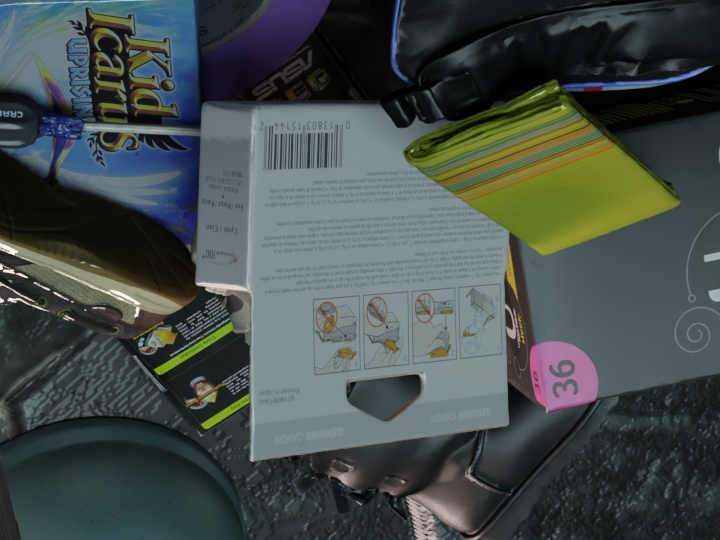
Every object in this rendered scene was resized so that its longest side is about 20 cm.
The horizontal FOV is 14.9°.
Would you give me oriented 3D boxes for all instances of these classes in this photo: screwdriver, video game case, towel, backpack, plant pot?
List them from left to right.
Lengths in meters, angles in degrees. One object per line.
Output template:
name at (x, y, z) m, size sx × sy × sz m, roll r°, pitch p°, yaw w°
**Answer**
video game case at (-0.171, -0.075, 1.431) m, size 0.181 × 0.045 × 0.200 m, roll -3°, pitch 134°, yaw -2°
plant pot at (-0.153, 0.207, 1.641) m, size 0.200 × 0.134 × 0.201 m, roll -8°, pitch 124°, yaw -12°
screwdriver at (-0.124, -0.070, 1.389) m, size 0.200 × 0.029 × 0.028 m, roll 6°, pitch 133°, yaw -10°
towel at (0.095, -0.049, 1.388) m, size 0.086 × 0.018 × 0.200 m, roll -19°, pitch 161°, yaw 18°
backpack at (0.105, -0.174, 1.334) m, size 0.190 × 0.154 × 0.200 m, roll 6°, pitch 124°, yaw -12°

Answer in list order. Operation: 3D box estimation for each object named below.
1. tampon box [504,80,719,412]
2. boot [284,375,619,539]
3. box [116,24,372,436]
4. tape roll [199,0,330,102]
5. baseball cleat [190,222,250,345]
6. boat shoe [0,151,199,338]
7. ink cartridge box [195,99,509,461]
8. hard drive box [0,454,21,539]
tampon box at (0.173, -0.020, 1.565) m, size 0.200 × 0.126 × 0.150 m, roll -12°, pitch 100°, yaw -8°
boot at (0.056, 0.071, 1.658) m, size 0.162 × 0.073 × 0.198 m, roll 26°, pitch 110°, yaw -23°
box at (-0.064, -0.026, 1.569) m, size 0.200 × 0.048 × 0.193 m, roll -34°, pitch 127°, yaw 7°
tape roll at (-0.110, -0.183, 1.441) m, size 0.200 × 0.066 × 0.200 m, roll -8°, pitch 125°, yaw -12°
baseball cleat at (-0.040, -0.015, 1.494) m, size 0.070 × 0.107 × 0.200 m, roll 9°, pitch 166°, yaw 9°
boat shoe at (-0.179, -0.013, 1.410) m, size 0.201 × 0.072 × 0.066 m, roll 23°, pitch 124°, yaw -29°
ink cartridge box at (0.000, 0.000, 1.420) m, size 0.200 × 0.045 × 0.176 m, roll -4°, pitch 97°, yaw -47°
hard drive box at (-0.290, 0.177, 1.567) m, size 0.077 × 0.156 × 0.200 m, roll 34°, pitch 107°, yaw -31°
